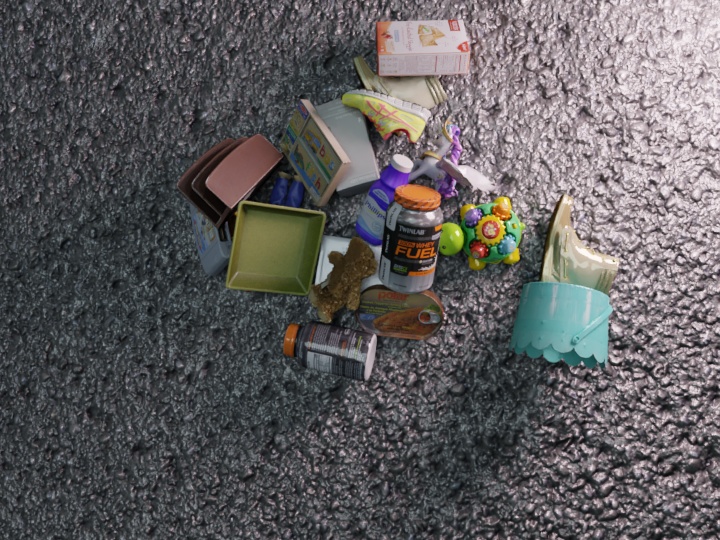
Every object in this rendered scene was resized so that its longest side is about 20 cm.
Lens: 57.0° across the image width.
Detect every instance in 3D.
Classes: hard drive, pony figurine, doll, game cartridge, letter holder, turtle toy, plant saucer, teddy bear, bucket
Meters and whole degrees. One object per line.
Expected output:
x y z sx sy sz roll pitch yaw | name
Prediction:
0.000 0.000 1.502 0.195 0.025 0.135 8 89 10 | hard drive
0.178 -0.205 1.432 0.194 0.166 0.201 49 112 20 | pony figurine
-0.175 -0.118 1.527 0.134 0.048 0.204 15 89 8 | doll
-0.344 -0.099 1.519 0.133 0.041 0.204 -33 68 48 | game cartridge
-0.290 -0.221 1.460 0.142 0.100 0.201 43 54 -7 | letter holder
0.255 -0.078 1.424 0.195 0.101 0.149 -11 85 9 | turtle toy
-0.192 -0.053 1.473 0.195 0.048 0.204 6 111 -22 | plant saucer
-0.037 0.024 1.451 0.145 0.066 0.202 37 99 47 | teddy bear
0.406 0.111 1.341 0.202 0.207 0.138 11 80 10 | bucket

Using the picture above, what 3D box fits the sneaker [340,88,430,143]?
0.048 -0.331 1.427 0.196 0.078 0.092 17 100 0 | sneaker

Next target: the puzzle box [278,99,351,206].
-0.105 -0.261 1.473 0.202 0.025 0.134 57 132 25 | puzzle box

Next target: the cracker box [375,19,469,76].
0.132 -0.485 1.443 0.195 0.058 0.136 -1 48 0 | cracker box

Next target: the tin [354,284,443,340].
0.085 0.089 1.456 0.195 0.042 0.114 6 117 10 | tin

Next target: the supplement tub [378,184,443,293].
0.105 -0.066 1.378 0.120 0.123 0.204 11 117 10 | supplement tub

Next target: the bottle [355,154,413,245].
0.055 -0.153 1.435 0.083 0.065 0.202 39 127 19 | bottle

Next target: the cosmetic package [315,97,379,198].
-0.025 -0.277 1.492 0.105 0.090 0.204 -17 81 5 | cosmetic package

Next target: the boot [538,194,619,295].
0.469 -0.049 1.400 0.152 0.073 0.205 11 90 11 | boot

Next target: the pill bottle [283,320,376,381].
-0.069 0.171 1.464 0.196 0.106 0.109 12 89 10 | pill bottle

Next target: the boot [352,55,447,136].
0.087 -0.426 1.488 0.153 0.072 0.202 -34 87 7 | boot

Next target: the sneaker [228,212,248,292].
-0.282 -0.049 1.525 0.076 0.082 0.204 -16 85 7 | sneaker
